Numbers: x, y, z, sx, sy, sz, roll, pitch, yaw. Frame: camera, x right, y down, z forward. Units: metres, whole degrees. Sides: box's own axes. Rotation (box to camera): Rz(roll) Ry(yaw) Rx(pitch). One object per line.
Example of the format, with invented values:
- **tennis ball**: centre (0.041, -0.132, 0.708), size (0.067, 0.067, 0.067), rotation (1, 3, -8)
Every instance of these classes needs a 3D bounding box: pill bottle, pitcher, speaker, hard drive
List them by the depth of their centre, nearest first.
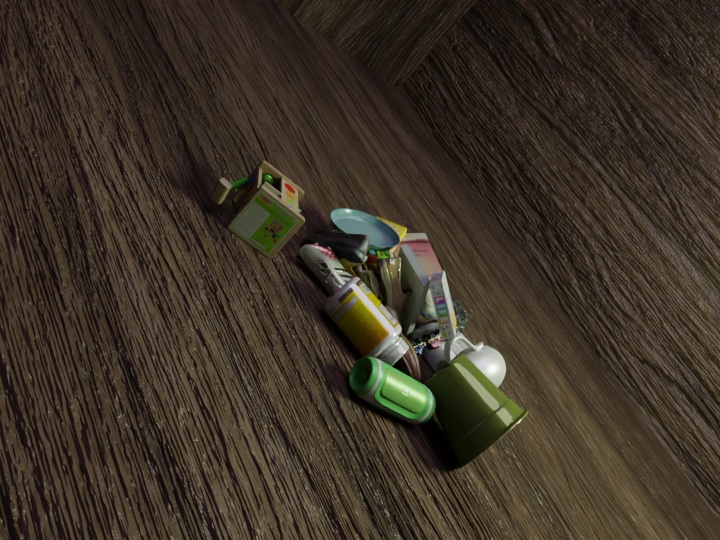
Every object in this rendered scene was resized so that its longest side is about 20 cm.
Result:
- **speaker**: centre (0.068, 0.253, 1.434), size (0.198, 0.088, 0.089), rotation (33, 25, -33)
- **pill bottle**: centre (0.017, 0.122, 1.528), size (0.201, 0.109, 0.109), rotation (49, 21, 4)
- **pitcher**: centre (0.268, 0.230, 1.675), size (0.196, 0.176, 0.120), rotation (-8, 23, -39)
- **hard drive**: centre (0.119, 0.051, 1.755), size (0.026, 0.202, 0.134), rotation (-13, 54, -22)

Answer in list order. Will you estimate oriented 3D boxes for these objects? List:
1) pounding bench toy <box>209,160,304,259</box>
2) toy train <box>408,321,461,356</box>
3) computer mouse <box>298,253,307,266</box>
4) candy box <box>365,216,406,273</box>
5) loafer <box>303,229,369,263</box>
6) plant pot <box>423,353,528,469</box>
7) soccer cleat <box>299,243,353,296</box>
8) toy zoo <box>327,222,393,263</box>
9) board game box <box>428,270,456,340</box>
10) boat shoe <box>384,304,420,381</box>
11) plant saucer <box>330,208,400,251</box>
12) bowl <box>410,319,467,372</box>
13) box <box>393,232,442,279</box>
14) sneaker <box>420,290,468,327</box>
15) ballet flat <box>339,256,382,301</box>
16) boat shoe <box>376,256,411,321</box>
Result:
- **pounding bench toy**: centre (-0.235, -0.162, 1.515), size (0.198, 0.124, 0.157), rotation (36, 23, -25)
- **toy train**: centre (0.183, 0.179, 1.742), size (0.196, 0.034, 0.047), rotation (-17, 78, -34)
- **computer mouse**: centre (-0.080, -0.018, 1.690), size (0.198, 0.034, 0.059), rotation (15, 38, -53)
- **candy box**: centre (0.045, -0.074, 1.881), size (0.100, 0.027, 0.201), rotation (23, 43, 13)
- **loafer**: centre (-0.054, -0.066, 1.648), size (0.197, 0.064, 0.072), rotation (16, -22, 42)
- **plant pot**: centre (0.238, 0.296, 1.517), size (0.192, 0.200, 0.199), rotation (53, 22, 14)
- **soccer cleat**: centre (-0.067, 0.015, 1.607), size (0.200, 0.068, 0.086), rotation (44, 30, -29)
- **toy zoo**: centre (-0.015, -0.073, 1.810), size (0.194, 0.021, 0.133), rotation (6, 39, -15)
- **board game box**: centre (0.202, 0.081, 1.671), size (0.200, 0.033, 0.138), rotation (-39, 115, -79)
- **boat shoe**: centre (0.077, 0.182, 1.616), size (0.066, 0.072, 0.204), rotation (-14, 67, -28)
- **plant saucer**: centre (0.010, -0.103, 1.789), size (0.195, 0.028, 0.201), rotation (18, 25, -9)
- **bowl**: centre (0.239, 0.215, 1.846), size (0.201, 0.075, 0.199), rotation (52, 23, 13)
- **box**: centre (0.144, 0.000, 1.916), size (0.124, 0.111, 0.202), rotation (-3, 42, -15)
- **sneaker**: centre (0.207, 0.103, 1.837), size (0.197, 0.072, 0.073), rotation (27, 50, -23)
- **ballet flat**: centre (0.000, 0.000, 1.695), size (0.066, 0.066, 0.204), rotation (-24, 88, -42)
- **boat shoe**: centre (0.092, 0.064, 1.695), size (0.072, 0.074, 0.205), rotation (-101, -179, -68)
